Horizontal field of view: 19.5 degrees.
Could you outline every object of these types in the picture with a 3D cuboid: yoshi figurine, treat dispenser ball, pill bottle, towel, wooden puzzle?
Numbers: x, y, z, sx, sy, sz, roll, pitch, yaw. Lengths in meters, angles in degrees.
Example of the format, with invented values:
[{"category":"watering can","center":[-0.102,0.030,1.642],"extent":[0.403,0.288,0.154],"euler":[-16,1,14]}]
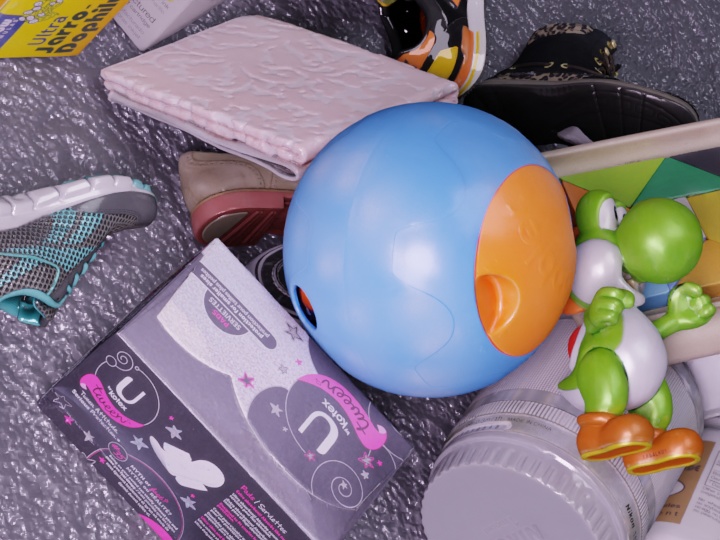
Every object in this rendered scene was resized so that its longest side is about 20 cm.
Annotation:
[{"category":"yoshi figurine","center":[0.195,0.031,1.436],"extent":[0.112,0.112,0.200],"euler":[-2,68,-5]},{"category":"treat dispenser ball","center":[0.046,-0.014,1.427],"extent":[0.201,0.201,0.201],"euler":[22,50,-29]},{"category":"pill bottle","center":[0.272,0.190,1.649],"extent":[0.114,0.114,0.200],"euler":[45,42,-8]},{"category":"towel","center":[-0.059,-0.133,1.557],"extent":[0.200,0.032,0.191],"euler":[24,34,31]},{"category":"wooden puzzle","center":[0.229,-0.025,1.552],"extent":[0.185,0.037,0.200],"euler":[-11,54,-9]}]

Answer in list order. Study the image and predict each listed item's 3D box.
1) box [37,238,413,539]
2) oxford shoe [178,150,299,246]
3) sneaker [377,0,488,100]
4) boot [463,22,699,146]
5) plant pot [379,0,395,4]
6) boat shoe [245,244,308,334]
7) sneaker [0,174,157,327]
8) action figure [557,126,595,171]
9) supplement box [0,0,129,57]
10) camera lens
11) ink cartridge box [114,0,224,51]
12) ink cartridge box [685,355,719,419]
[{"category":"box","center":[-0.086,0.103,1.395],"extent":[0.200,0.115,0.132],"euler":[48,43,-5]},{"category":"oxford shoe","center":[-0.047,-0.065,1.578],"extent":[0.200,0.070,0.075],"euler":[0,57,-42]},{"category":"sneaker","center":[0.054,-0.243,1.783],"extent":[0.090,0.070,0.200],"euler":[18,54,-35]},{"category":"boot","center":[0.206,-0.158,1.793],"extent":[0.154,0.203,0.074],"euler":[-49,140,-52]},{"category":"plant pot","center":[-0.026,-0.344,1.690],"extent":[0.193,0.201,0.200],"euler":[25,43,10]},{"category":"boat shoe","center":[0.001,0.003,1.573],"extent":[0.199,0.068,0.074],"euler":[2,61,-40]},{"category":"sneaker","center":[-0.215,-0.008,1.404],"extent":[0.200,0.078,0.091],"euler":[-16,90,-42]},{"category":"action figure","center":[0.167,0.014,1.672],"extent":[0.200,0.104,0.194],"euler":[-54,129,-42]},{"category":"supplement box","center":[-0.251,-0.265,1.504],"extent":[0.109,0.109,0.200],"euler":[-7,68,-43]},{"category":"camera lens","center":[0.151,0.137,1.542],"extent":[0.160,0.160,0.200],"euler":[46,45,-6]},{"category":"ink cartridge box","center":[-0.118,-0.295,1.572],"extent":[0.147,0.200,0.145],"euler":[51,42,-1]},{"category":"ink cartridge box","center":[0.271,0.028,1.691],"extent":[0.200,0.085,0.145],"euler":[-54,127,-80]}]
